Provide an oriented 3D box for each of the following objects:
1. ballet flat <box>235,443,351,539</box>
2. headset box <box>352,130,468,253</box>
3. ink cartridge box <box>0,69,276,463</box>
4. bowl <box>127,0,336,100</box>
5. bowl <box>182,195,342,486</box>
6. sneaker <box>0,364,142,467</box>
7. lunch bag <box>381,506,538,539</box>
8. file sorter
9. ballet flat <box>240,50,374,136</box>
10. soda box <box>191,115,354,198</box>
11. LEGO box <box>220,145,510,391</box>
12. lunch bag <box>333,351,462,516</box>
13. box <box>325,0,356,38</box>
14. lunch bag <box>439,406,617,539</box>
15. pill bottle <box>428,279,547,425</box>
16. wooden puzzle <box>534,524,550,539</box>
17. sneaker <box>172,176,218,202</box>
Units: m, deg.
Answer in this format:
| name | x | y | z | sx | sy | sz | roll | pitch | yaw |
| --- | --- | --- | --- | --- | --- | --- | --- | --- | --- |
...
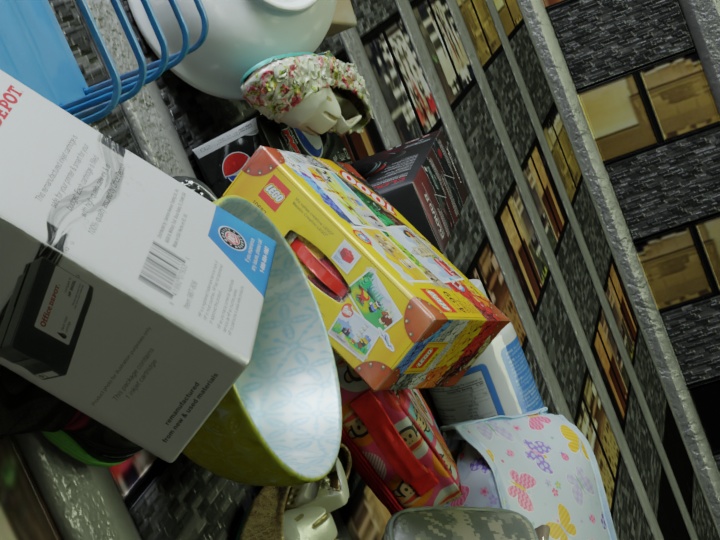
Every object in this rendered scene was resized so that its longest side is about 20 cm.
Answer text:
| name | x | y | z | sx | sy | sz | roll | pitch | yaw |
| --- | --- | --- | --- | --- | --- | --- | --- | --- | --- |
| ballet flat | -0.045 | 0.183 | 1.180 | 0.200 | 0.065 | 0.071 | -73 | 143 | -61 |
| headset box | 0.008 | -0.048 | 1.442 | 0.075 | 0.149 | 0.200 | 66 | 18 | -14 |
| ink cartridge box | -0.156 | -0.008 | 0.859 | 0.200 | 0.084 | 0.145 | 33 | 24 | -12 |
| bowl | -0.088 | -0.248 | 1.299 | 0.201 | 0.090 | 0.201 | 8 | 77 | -38 |
| bowl | -0.102 | 0.060 | 1.066 | 0.200 | 0.108 | 0.200 | 56 | 23 | -39 |
| sneaker | -0.168 | 0.062 | 0.901 | 0.200 | 0.084 | 0.077 | 27 | 46 | -63 |
| lunch bag | 0.071 | 0.309 | 1.231 | 0.168 | 0.139 | 0.200 | 111 | -27 | -42 |
| file sorter | -0.193 | -0.164 | 0.999 | 0.200 | 0.123 | 0.139 | -62 | 131 | -67 |
| ballet flat | -0.034 | -0.144 | 1.320 | 0.064 | 0.076 | 0.200 | 57 | 21 | 7 |
| soda box | -0.072 | -0.098 | 1.380 | 0.063 | 0.071 | 0.200 | 65 | 17 | -1 |
| LEGO box | 0.000 | 0.000 | 1.236 | 0.200 | 0.077 | 0.149 | 45 | 17 | 21 |
| lunch bag | 0.012 | 0.117 | 1.321 | 0.200 | 0.082 | 0.176 | 56 | 3 | -30 |
| box | -0.082 | -0.254 | 1.480 | 0.200 | 0.095 | 0.078 | -24 | 95 | -71 |
| lunch bag | 0.157 | 0.243 | 1.570 | 0.169 | 0.127 | 0.200 | -3 | 78 | -46 |
| pill bottle | 0.127 | 0.116 | 1.697 | 0.112 | 0.112 | 0.200 | -47 | 118 | -70 |
| wooden puzzle | 0.103 | 0.333 | 1.325 | 0.046 | 0.185 | 0.200 | 17 | 51 | -32 |
| sneaker | -0.107 | 0.019 | 1.185 | 0.080 | 0.074 | 0.200 | -104 | 173 | -70 |
